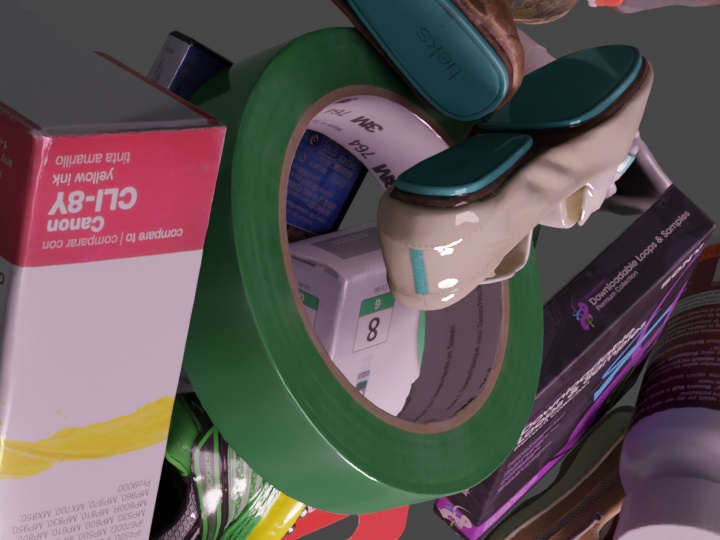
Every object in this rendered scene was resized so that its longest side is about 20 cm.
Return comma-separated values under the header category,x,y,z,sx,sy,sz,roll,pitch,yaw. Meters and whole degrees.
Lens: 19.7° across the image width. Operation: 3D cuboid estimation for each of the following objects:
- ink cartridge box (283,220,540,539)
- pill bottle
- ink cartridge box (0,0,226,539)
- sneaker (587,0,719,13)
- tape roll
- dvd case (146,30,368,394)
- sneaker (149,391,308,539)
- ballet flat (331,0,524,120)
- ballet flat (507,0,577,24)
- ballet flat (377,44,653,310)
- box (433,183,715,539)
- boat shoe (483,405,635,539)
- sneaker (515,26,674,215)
category,x,y,z,sx,sy,sz,roll,pitch,yaw
ink cartridge box,0.009,0.072,1.010,0.160,0.050,0.201,-17,122,-51
pill bottle,0.204,0.084,1.136,0.110,0.109,0.201,67,36,-44
ink cartridge box,-0.138,0.017,0.762,0.083,0.145,0.201,-8,118,-43
sneaker,0.159,-0.146,0.971,0.077,0.081,0.200,-63,176,4
tape roll,0.000,0.000,0.872,0.200,0.048,0.202,22,60,-45
dvd case,-0.081,0.009,0.917,0.142,0.017,0.201,26,92,-51
sneaker,-0.100,0.125,0.909,0.085,0.078,0.201,12,120,-36
ballet flat,0.001,-0.150,0.856,0.200,0.068,0.073,44,32,-20
ballet flat,0.101,-0.207,0.938,0.070,0.071,0.201,4,112,-47
ballet flat,0.070,-0.039,0.892,0.200,0.069,0.070,-35,136,-48
box,0.106,0.054,1.062,0.143,0.036,0.200,-42,163,-21
boat shoe,0.121,0.166,1.177,0.200,0.076,0.072,-50,140,-12
sneaker,0.089,-0.071,0.995,0.199,0.088,0.076,19,99,-50
